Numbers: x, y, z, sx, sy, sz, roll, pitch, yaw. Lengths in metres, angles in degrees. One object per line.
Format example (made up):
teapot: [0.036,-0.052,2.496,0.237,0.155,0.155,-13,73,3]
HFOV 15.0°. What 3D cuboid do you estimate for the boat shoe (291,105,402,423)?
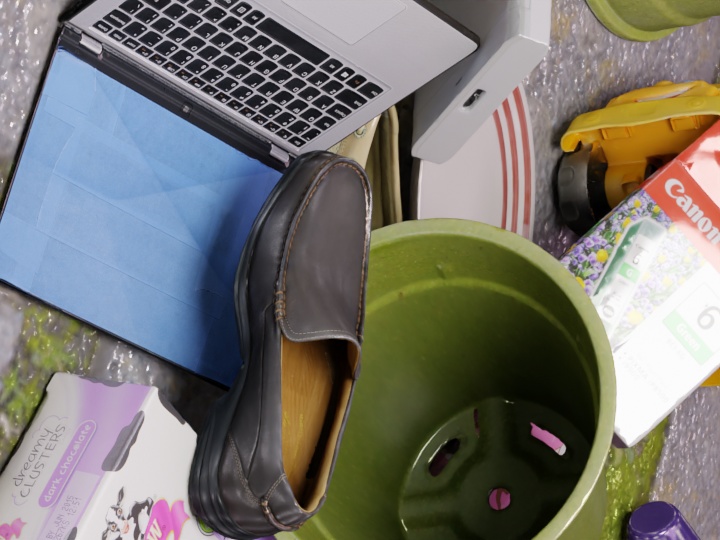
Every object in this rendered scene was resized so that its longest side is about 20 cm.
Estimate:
boat shoe: [0.001,-0.002,1.504,0.073,0.063,0.202,-25,115,-49]

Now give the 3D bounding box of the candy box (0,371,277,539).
candy box: [-0.116,0.177,1.366,0.200,0.071,0.168,54,53,-43]

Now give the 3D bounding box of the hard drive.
hard drive: [0.069,-0.175,1.478,0.026,0.132,0.201,16,59,-18]

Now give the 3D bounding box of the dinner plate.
dinner plate: [0.061,-0.038,1.585,0.200,0.024,0.202,1,90,-69]

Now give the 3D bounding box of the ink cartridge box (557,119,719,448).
ink cartridge box: [0.191,-0.002,1.601,0.200,0.050,0.109,-42,89,-5]

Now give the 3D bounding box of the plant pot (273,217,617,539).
plant pot: [0.055,0.098,1.456,0.190,0.199,0.201,51,54,-65]

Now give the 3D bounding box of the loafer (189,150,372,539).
loafer: [-0.022,0.036,1.347,0.072,0.072,0.202,20,75,-36]

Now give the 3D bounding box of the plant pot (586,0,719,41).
plant pot: [0.256,-0.241,1.710,0.200,0.183,0.202,-11,104,-53]

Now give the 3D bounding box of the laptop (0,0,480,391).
laptop: [-0.060,-0.060,1.359,0.187,0.199,0.117,28,39,-45]

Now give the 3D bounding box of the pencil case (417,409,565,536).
pencil case: [0.094,0.110,1.633,0.083,0.086,0.200,41,55,-6]

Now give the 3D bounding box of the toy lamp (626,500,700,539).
toy lamp: [0.221,0.240,1.847,0.058,0.058,0.201,-50,135,-36]

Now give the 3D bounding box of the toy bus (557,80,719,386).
toy bus: [0.226,-0.056,1.758,0.192,0.135,0.201,-61,137,-47]
